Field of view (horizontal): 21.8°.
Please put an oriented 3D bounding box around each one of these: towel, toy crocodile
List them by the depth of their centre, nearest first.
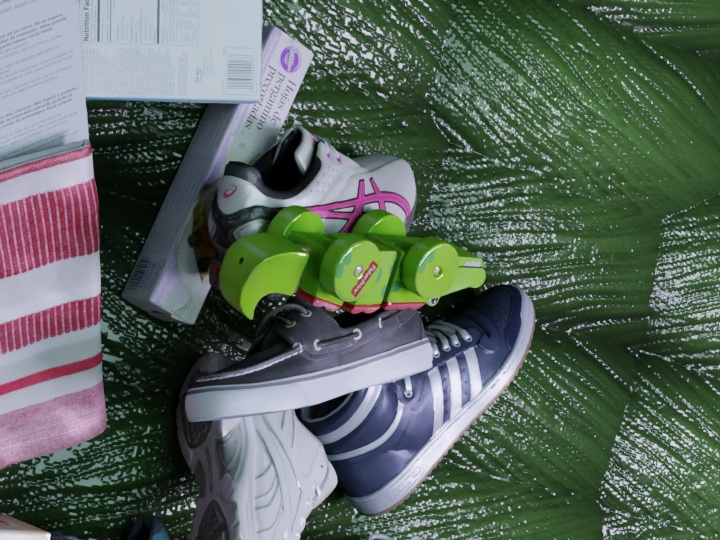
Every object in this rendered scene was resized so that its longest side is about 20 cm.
[{"bbox_3d":[-0.212,0.032,1.095,0.144,0.023,0.201,-20,126,-35],"label":"towel"},{"bbox_3d":[0.000,0.000,1.150,0.200,0.067,0.062,0,111,-48],"label":"toy crocodile"}]

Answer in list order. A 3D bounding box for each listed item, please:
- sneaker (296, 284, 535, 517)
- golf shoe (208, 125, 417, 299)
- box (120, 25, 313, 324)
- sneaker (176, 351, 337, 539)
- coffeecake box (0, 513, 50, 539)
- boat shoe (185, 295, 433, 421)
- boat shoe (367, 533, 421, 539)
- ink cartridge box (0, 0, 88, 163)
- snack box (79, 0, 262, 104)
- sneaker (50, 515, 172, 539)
[{"bbox_3d":[0.037,0.063,1.297,0.200,0.070,0.109,-50,122,-19],"label":"sneaker"},{"bbox_3d":[-0.022,-0.051,1.210,0.200,0.072,0.092,-29,127,-53],"label":"golf shoe"},{"bbox_3d":[-0.092,-0.062,1.208,0.039,0.041,0.201,32,74,-36],"label":"box"},{"bbox_3d":[-0.055,0.146,1.179,0.099,0.078,0.201,10,58,-28],"label":"sneaker"},{"bbox_3d":[-0.289,0.214,1.060,0.200,0.073,0.154,8,89,-37],"label":"coffeecake box"},{"bbox_3d":[-0.032,0.048,1.163,0.200,0.070,0.066,-12,90,-42],"label":"boat shoe"},{"bbox_3d":[0.004,0.216,1.254,0.200,0.062,0.075,11,65,-59],"label":"boat shoe"},{"bbox_3d":[-0.243,-0.080,1.043,0.196,0.043,0.201,-27,135,-32],"label":"ink cartridge box"},{"bbox_3d":[-0.119,-0.205,1.155,0.116,0.037,0.201,0,94,-16],"label":"snack box"},{"bbox_3d":[-0.121,0.205,1.184,0.200,0.079,0.096,12,84,-37],"label":"sneaker"}]
